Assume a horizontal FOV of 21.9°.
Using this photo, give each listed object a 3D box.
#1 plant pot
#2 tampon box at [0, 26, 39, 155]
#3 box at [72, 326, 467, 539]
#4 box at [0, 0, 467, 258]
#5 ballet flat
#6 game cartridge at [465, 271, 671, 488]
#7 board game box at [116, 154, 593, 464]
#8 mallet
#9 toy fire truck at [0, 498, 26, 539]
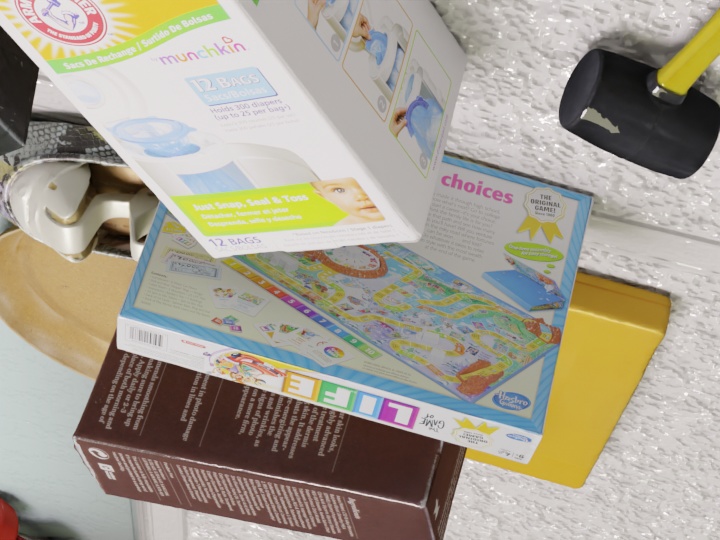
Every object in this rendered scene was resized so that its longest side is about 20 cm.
[{"bbox_3d":[-0.123,0.020,1.080,0.200,0.028,0.200,11,150,7],"label":"plant pot"},{"bbox_3d":[-0.256,-0.110,0.789,0.200,0.126,0.150,-18,138,23],"label":"tampon box"},{"bbox_3d":[-0.043,0.082,1.017,0.199,0.100,0.075,9,149,16],"label":"box"},{"bbox_3d":[-0.054,-0.104,0.763,0.112,0.102,0.200,-4,144,30],"label":"box"},{"bbox_3d":[-0.120,-0.031,0.947,0.200,0.072,0.072,10,149,11],"label":"ballet flat"},{"bbox_3d":[0.064,0.048,1.037,0.176,0.032,0.200,16,148,1],"label":"game cartridge"},{"bbox_3d":[0.000,0.000,0.879,0.200,0.135,0.034,16,150,1],"label":"board game box"},{"bbox_3d":[0.142,-0.106,0.736,0.066,0.041,0.200,17,146,-8],"label":"mallet"},{"bbox_3d":[-0.323,0.273,1.455,0.200,0.168,0.112,-5,144,32],"label":"toy fire truck"}]
